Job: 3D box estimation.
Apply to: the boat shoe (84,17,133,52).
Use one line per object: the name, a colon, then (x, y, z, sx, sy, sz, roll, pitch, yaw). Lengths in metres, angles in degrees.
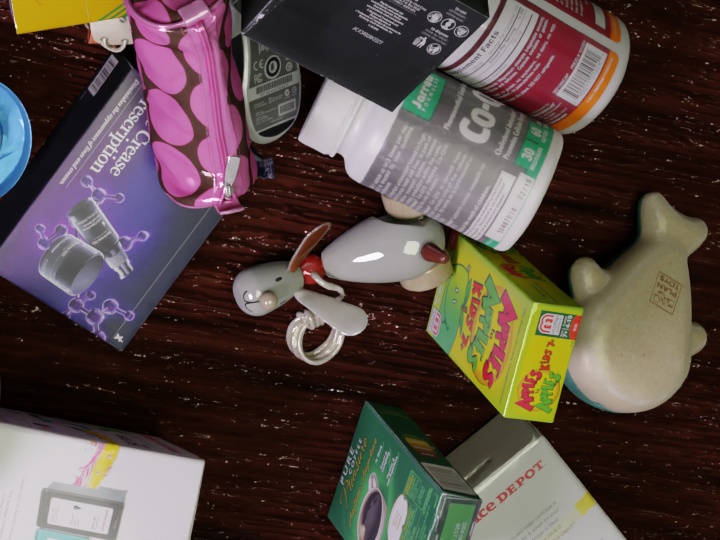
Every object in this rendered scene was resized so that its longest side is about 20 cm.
boat shoe: (-0.204, -0.210, 1.546, 0.200, 0.071, 0.063, 34, 81, -19)

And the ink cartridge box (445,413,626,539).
ink cartridge box: (0.151, 0.246, 1.820, 0.145, 0.083, 0.200, -39, 116, -2)

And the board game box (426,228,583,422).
board game box: (0.120, 0.043, 1.672, 0.048, 0.200, 0.102, 8, 106, -20)

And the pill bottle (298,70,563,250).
pill bottle: (0.057, -0.107, 1.624, 0.200, 0.113, 0.113, 25, 100, -5)

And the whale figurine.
whale figurine: (0.244, 0.031, 1.779, 0.159, 0.104, 0.200, 28, 75, -23)

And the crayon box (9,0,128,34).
crayon box: (-0.188, -0.289, 1.448, 0.172, 0.058, 0.200, -12, 117, -12)

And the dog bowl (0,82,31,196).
dog bowl: (-0.363, -0.112, 1.546, 0.200, 0.050, 0.112, 4, 107, -18)

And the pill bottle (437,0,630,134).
pill bottle: (0.117, -0.203, 1.631, 0.200, 0.113, 0.113, 27, 99, -24)

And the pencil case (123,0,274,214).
pencil case: (-0.123, -0.139, 1.472, 0.091, 0.094, 0.200, -15, 135, -6)

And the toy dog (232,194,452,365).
toy dog: (0.000, 0.000, 1.676, 0.200, 0.096, 0.132, -40, 115, -1)

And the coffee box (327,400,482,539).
coffee box: (0.036, 0.207, 1.706, 0.044, 0.200, 0.123, 11, 104, -24)

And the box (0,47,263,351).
box: (-0.198, -0.058, 1.605, 0.141, 0.079, 0.200, 34, 96, -28)

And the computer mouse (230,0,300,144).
computer mouse: (-0.090, -0.201, 1.595, 0.110, 0.044, 0.200, -26, 123, -44)

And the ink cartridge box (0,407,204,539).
ink cartridge box: (-0.254, 0.200, 1.624, 0.200, 0.147, 0.146, 13, 88, -22)

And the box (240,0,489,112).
box: (0.000, -0.253, 1.492, 0.148, 0.200, 0.124, 25, 132, -28)
